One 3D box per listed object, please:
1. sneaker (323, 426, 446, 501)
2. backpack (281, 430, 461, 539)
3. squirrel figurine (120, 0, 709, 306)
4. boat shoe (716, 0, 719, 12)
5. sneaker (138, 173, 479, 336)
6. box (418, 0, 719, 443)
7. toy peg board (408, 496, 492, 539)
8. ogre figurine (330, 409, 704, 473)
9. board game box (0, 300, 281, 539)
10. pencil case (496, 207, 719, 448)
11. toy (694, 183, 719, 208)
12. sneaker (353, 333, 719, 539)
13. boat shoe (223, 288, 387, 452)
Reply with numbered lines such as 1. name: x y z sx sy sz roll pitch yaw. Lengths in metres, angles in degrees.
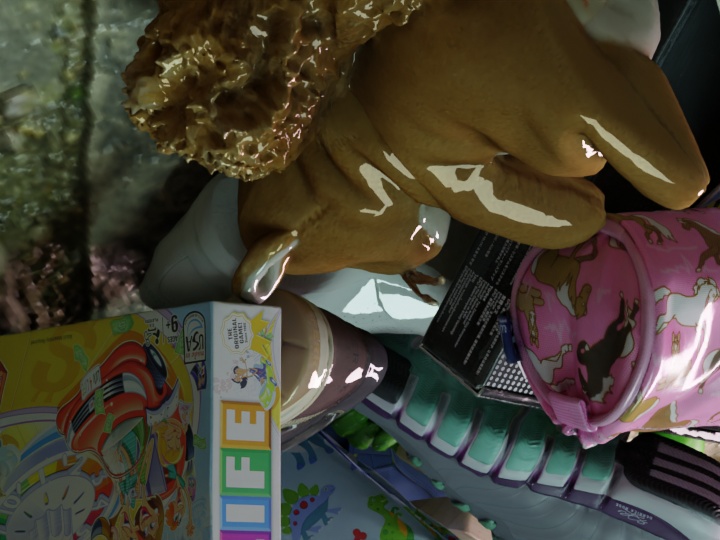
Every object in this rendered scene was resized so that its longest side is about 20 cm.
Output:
1. sneaker: 0.011 0.116 1.362 0.104 0.076 0.200 5 147 -10
2. backpack: -0.045 0.133 1.196 0.163 0.200 0.154 -40 142 -8
3. squirrel figurine: 0.003 -0.071 0.969 0.199 0.142 0.186 23 141 -36
4. boat shoe: 0.149 -0.159 0.954 0.072 0.061 0.202 4 140 21
5. sneaker: 0.000 0.000 1.141 0.199 0.076 0.088 8 151 -32
6. box: 0.140 -0.030 1.113 0.193 0.047 0.201 13 109 -50
7. toy peg board: 0.023 0.202 1.335 0.198 0.098 0.200 -10 148 38
8. ogre figurine: 0.091 0.056 1.232 0.120 0.199 0.098 -61 -177 10
9. board game box: -0.104 0.089 1.053 0.034 0.136 0.199 5 170 -39
10. pencil case: 0.148 0.023 1.063 0.199 0.083 0.086 0 148 -43
11. toy: 0.214 -0.065 1.004 0.115 0.047 0.200 -27 168 -24
12. sneaker: 0.059 0.095 1.154 0.088 0.199 0.074 -70 169 24
13. boat shoe: -0.070 0.059 1.104 0.065 0.072 0.199 18 150 -40
